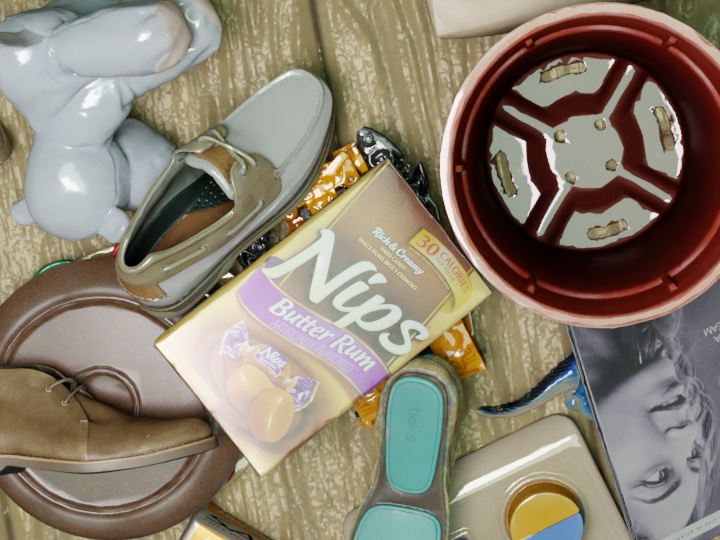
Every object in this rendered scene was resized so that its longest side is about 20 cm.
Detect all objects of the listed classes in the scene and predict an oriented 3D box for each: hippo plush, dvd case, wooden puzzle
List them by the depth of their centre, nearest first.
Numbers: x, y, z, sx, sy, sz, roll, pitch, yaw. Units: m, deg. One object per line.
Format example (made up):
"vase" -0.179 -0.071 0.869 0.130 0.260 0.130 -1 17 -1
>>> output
"hippo plush" -0.171 -0.100 1.429 0.159 0.200 0.161 4 109 35
"dvd case" 0.231 0.091 1.458 0.149 0.016 0.200 -24 112 -14
"wooden puzzle" 0.108 0.228 1.513 0.185 0.046 0.200 -26 94 5

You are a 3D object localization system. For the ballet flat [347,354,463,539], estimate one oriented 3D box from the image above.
"ballet flat" 0.035 0.151 1.469 0.071 0.071 0.200 10 108 2

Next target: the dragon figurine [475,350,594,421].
"dragon figurine" 0.175 0.052 1.483 0.200 0.059 0.099 -6 94 -1

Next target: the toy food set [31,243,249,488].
"toy food set" -0.154 0.072 1.508 0.200 0.049 0.198 28 96 0

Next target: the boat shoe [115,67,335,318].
"boat shoe" -0.088 -0.059 1.426 0.075 0.068 0.200 32 79 22

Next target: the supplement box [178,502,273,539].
"supplement box" -0.110 0.283 1.515 0.126 0.074 0.200 29 96 -1

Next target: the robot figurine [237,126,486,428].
"robot figurine" 0.000 0.000 1.488 0.145 0.058 0.200 -26 95 5

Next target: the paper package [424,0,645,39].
"paper package" 0.127 -0.264 1.433 0.200 0.103 0.191 -12 95 3

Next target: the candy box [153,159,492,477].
"candy box" -0.026 0.031 1.427 0.200 0.056 0.117 -39 94 -4

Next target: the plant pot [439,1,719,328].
"plant pot" 0.153 -0.074 1.404 0.201 0.195 0.201 0 96 2

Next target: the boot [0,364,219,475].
"boot" -0.195 0.099 1.425 0.200 0.074 0.076 -1 86 5

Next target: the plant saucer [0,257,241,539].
"plant saucer" -0.176 0.092 1.471 0.200 0.034 0.200 0 96 2

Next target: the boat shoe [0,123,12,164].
"boat shoe" -0.336 -0.125 1.489 0.200 0.072 0.065 36 108 -4
